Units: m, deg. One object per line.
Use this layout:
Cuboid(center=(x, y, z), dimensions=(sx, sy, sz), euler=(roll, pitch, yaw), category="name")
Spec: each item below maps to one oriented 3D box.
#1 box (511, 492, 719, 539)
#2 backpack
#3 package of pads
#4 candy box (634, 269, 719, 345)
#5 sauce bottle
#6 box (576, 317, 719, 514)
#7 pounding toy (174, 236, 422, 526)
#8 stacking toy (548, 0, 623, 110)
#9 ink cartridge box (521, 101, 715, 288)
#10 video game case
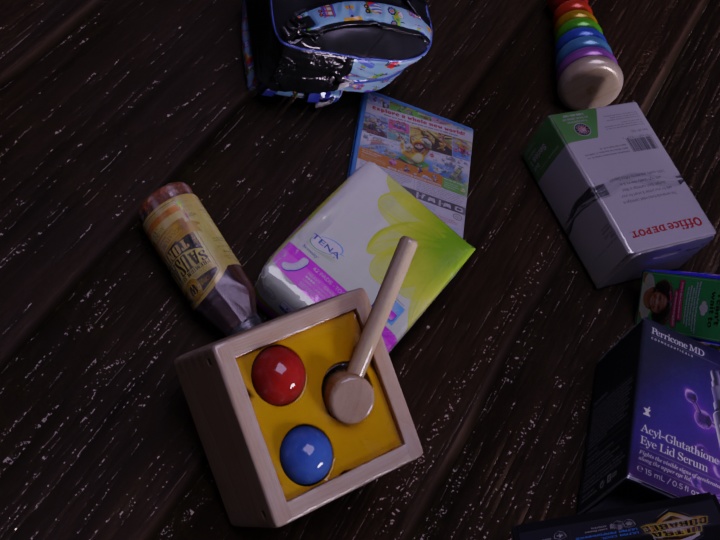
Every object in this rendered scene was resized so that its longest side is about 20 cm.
Cuboid(center=(0.245, 0.290, 1.046), dimensions=(0.197, 0.050, 0.199), euler=(-9, 27, 4), category="box")
Cuboid(center=(-0.026, -0.280, 1.350), dimensions=(0.198, 0.135, 0.184), euler=(2, 57, -23), category="backpack")
Cuboid(center=(0.000, 0.000, 1.209), dimensions=(0.154, 0.068, 0.200), euler=(41, 58, 5), category="package of pads")
Cuboid(center=(0.429, 0.046, 1.301), dimensions=(0.167, 0.200, 0.078), euler=(5, 90, -21), category="candy box")
Cuboid(center=(-0.143, 0.008, 1.149), dimensions=(0.066, 0.066, 0.201), euler=(-24, 69, -34), category="sauce bottle")
Cuboid(center=(0.320, 0.175, 1.226), dimensions=(0.147, 0.105, 0.202), euler=(22, 52, -9), category="box")
Cuboid(center=(-0.033, 0.097, 1.039), dimensions=(0.198, 0.142, 0.186), euler=(-21, 91, -30), category="pounding toy")
Cuboid(center=(0.283, -0.304, 1.554), dimensions=(0.084, 0.086, 0.202), euler=(10, 48, -18), category="stacking toy")
Cuboid(center=(0.305, -0.091, 1.409), dimensions=(0.145, 0.085, 0.202), euler=(-11, 64, -30), category="ink cartridge box")
Cuboid(center=(0.055, -0.107, 1.349), dimensions=(0.142, 0.018, 0.202), euler=(18, 53, -12), category="video game case")
